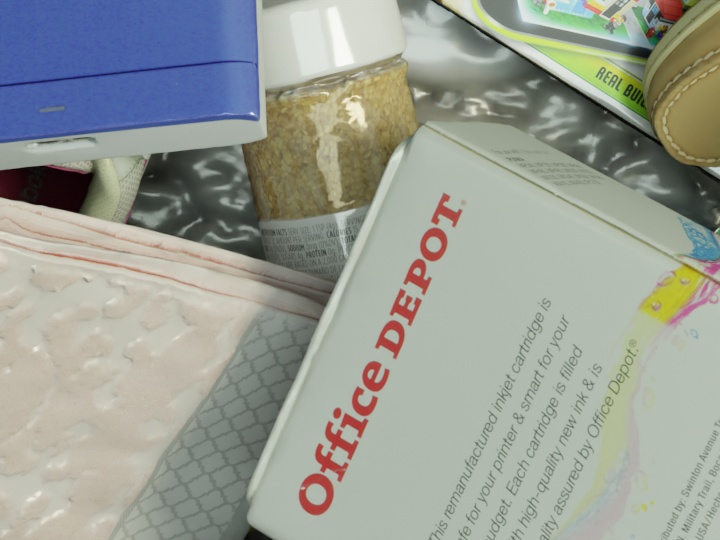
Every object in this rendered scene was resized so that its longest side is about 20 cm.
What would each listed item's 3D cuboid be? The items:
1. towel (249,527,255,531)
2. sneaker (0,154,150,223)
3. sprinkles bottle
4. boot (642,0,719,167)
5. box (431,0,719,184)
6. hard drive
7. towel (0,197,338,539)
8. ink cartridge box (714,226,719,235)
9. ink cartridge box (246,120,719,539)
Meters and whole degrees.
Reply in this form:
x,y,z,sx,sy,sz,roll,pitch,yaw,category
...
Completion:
x,y,z,sx,sy,sz,roll,pitch,yaw,category
-0.129,0.084,0.973,0.199,0.023,0.144,-27,132,2,towel
-0.097,-0.065,0.959,0.081,0.088,0.201,15,96,-5,sneaker
0.000,0.000,0.983,0.068,0.068,0.201,-13,98,-2,sprinkles bottle
0.179,-0.035,0.887,0.199,0.156,0.073,-15,139,27,boot
0.091,-0.119,0.991,0.199,0.035,0.110,31,94,-7,box
-0.101,-0.133,0.926,0.131,0.025,0.201,-6,69,6,hard drive
-0.108,0.070,0.910,0.190,0.032,0.200,13,121,-42,towel
0.172,0.086,0.999,0.200,0.048,0.146,41,94,-20,ink cartridge box
0.085,0.059,0.871,0.199,0.083,0.146,30,105,21,ink cartridge box
